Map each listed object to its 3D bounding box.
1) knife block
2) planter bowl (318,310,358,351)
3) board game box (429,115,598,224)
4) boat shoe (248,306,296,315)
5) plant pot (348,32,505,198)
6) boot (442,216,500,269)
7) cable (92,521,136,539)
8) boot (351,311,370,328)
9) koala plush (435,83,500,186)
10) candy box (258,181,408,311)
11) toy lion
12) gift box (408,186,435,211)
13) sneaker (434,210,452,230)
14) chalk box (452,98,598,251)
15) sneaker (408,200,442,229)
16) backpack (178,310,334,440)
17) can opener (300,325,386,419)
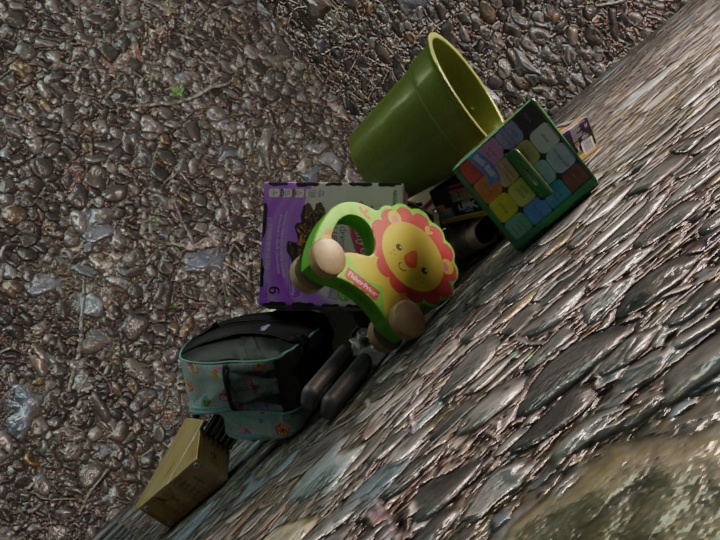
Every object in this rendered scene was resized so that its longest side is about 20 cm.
[{"bbox_3d":[-0.255,0.274,1.379,0.199,0.064,0.177,-42,26,19],"label":"knife block"},{"bbox_3d":[-0.015,0.035,1.424,0.132,0.205,0.200,-13,-2,-7],"label":"planter bowl"},{"bbox_3d":[0.221,-0.145,1.278,0.199,0.058,0.164,-35,16,-35],"label":"board game box"},{"bbox_3d":[-0.154,0.093,1.343,0.199,0.071,0.060,-41,36,18],"label":"boat shoe"},{"bbox_3d":[0.086,-0.197,1.264,0.188,0.202,0.200,-34,4,23],"label":"plant pot"},{"bbox_3d":[0.125,-0.020,1.273,0.145,0.071,0.200,-30,14,50],"label":"boot"},{"bbox_3d":[-0.407,0.453,1.282,0.199,0.070,0.200,-42,2,-3],"label":"cable"},{"bbox_3d":[0.000,0.000,1.305,0.075,0.203,0.073,-34,7,-34],"label":"boot"},{"bbox_3d":[0.231,-0.200,1.535,0.177,0.197,0.187,-43,-25,-60],"label":"koala plush"},{"bbox_3d":[-0.035,-0.032,1.217,0.195,0.172,0.072,1,-7,8],"label":"candy box"},{"bbox_3d":[0.031,-0.013,1.109,0.068,0.199,0.194,-36,22,49],"label":"toy lion"},{"bbox_3d":[0.100,-0.090,1.673,0.187,0.185,0.199,-43,6,-26],"label":"gift box"},{"bbox_3d":[0.119,-0.053,1.425,0.200,0.074,0.113,-42,-25,28],"label":"sneaker"},{"bbox_3d":[0.191,-0.114,1.037,0.123,0.125,0.200,-40,0,15],"label":"chalk box"},{"bbox_3d":[0.058,-0.070,1.346,0.086,0.077,0.200,-18,21,-17],"label":"sneaker"},{"bbox_3d":[-0.145,0.140,1.221,0.195,0.157,0.176,2,21,19],"label":"backpack"},{"bbox_3d":[-0.015,0.131,1.100,0.200,0.052,0.068,-45,-28,-57],"label":"can opener"}]
